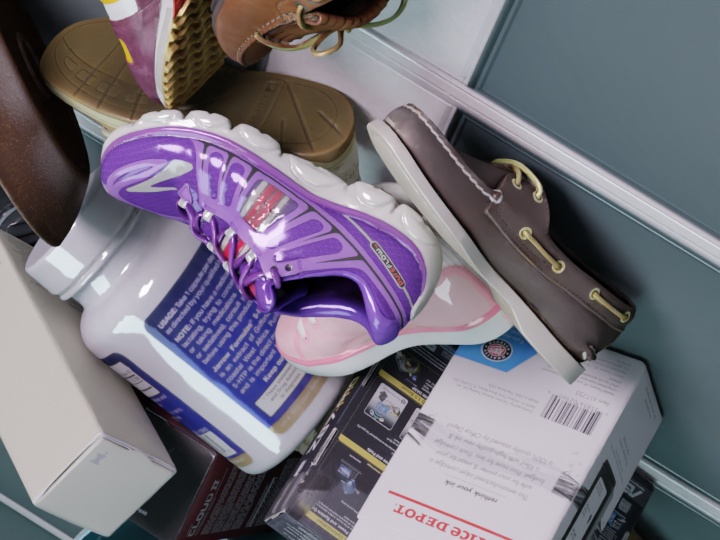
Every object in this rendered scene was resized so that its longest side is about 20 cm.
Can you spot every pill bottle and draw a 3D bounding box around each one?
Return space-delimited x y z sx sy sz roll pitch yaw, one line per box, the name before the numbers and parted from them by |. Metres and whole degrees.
pill bottle | -0.109 0.026 1.566 0.200 0.120 0.120 39 155 -14

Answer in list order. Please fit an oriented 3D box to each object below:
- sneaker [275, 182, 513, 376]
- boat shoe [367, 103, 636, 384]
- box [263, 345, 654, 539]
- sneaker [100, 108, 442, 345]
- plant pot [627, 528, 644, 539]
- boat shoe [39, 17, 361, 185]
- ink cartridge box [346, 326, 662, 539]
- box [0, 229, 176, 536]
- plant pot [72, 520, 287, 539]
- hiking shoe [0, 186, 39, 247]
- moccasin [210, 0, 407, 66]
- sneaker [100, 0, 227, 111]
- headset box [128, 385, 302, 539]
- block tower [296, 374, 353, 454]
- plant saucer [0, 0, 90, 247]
sneaker | 0.000 0.000 1.438 0.199 0.076 0.105 -12 135 47
boat shoe | 0.078 -0.023 1.323 0.200 0.059 0.072 49 -178 -29
box | 0.064 0.145 1.526 0.199 0.162 0.049 36 156 -8
sneaker | -0.056 -0.022 1.320 0.199 0.084 0.081 22 153 13
plant pot | 0.129 0.184 1.684 0.199 0.028 0.201 27 154 14
boat shoe | -0.092 -0.087 1.399 0.199 0.074 0.063 15 147 19
ink cartridge box | 0.079 0.133 1.436 0.115 0.201 0.068 19 152 28
box | -0.199 0.070 1.578 0.082 0.068 0.200 33 -162 -48
plant pot | -0.100 0.246 1.841 0.198 0.188 0.202 6 105 25
hiking shoe | -0.213 0.002 1.732 0.087 0.074 0.201 42 165 40
moccasin | -0.013 -0.145 1.203 0.078 0.074 0.201 45 145 -6
sneaker | -0.116 -0.170 1.286 0.090 0.075 0.201 32 150 21
headset box | -0.136 0.119 1.696 0.148 0.075 0.200 30 -170 20
block tower | -0.054 0.079 1.678 0.199 0.054 0.058 28 155 9
plant saucer | -0.203 -0.112 1.421 0.200 0.036 0.202 -90 -26 -82
